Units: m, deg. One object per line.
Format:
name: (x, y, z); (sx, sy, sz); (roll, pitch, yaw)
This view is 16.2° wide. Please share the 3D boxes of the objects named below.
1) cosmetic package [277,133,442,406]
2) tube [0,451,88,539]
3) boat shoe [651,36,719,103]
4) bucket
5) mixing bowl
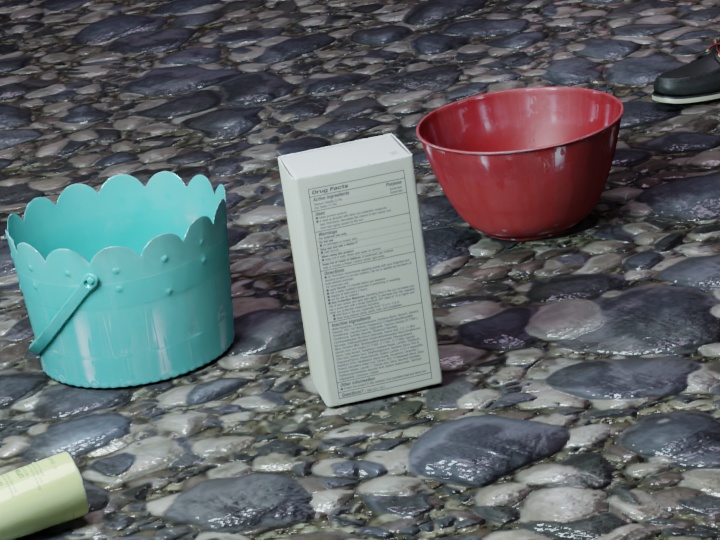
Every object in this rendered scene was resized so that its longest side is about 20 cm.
cosmetic package: (0.000, 0.000, 2.063); (0.103, 0.201, 0.073); (-11, 19, -10)
tube: (-0.303, 0.191, 1.883); (0.199, 0.052, 0.058); (-19, -18, -16)
boat shoe: (0.400, -0.228, 2.750); (0.201, 0.063, 0.074); (-19, 25, -24)
bucket: (-0.206, 0.008, 2.215); (0.206, 0.136, 0.207); (-6, 19, 2)
mixing bowl: (0.158, -0.095, 2.402); (0.199, 0.109, 0.200); (-8, 20, 3)
